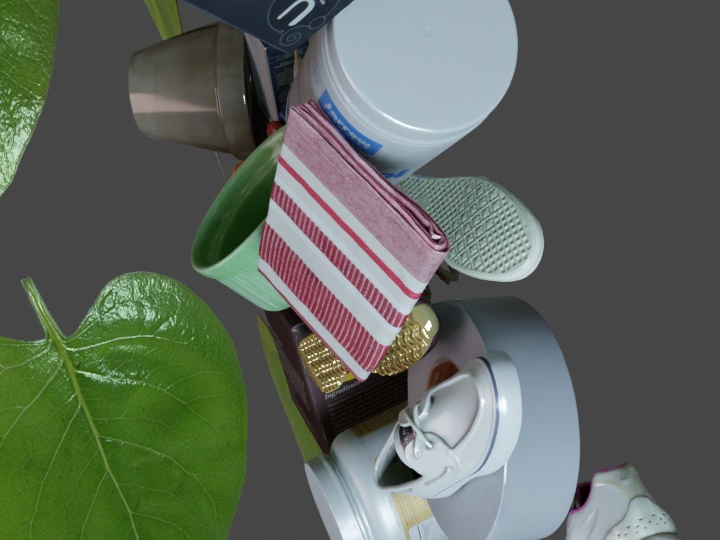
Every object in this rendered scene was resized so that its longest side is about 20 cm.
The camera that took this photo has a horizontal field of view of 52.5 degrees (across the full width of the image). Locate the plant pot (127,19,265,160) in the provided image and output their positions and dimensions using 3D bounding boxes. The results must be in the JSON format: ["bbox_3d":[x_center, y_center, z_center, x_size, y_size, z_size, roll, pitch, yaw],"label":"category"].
[{"bbox_3d":[-0.224,-0.252,1.029,0.200,0.169,0.205,-4,-90,-86],"label":"plant pot"}]

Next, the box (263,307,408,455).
[{"bbox_3d":[-0.013,0.088,0.896,0.166,0.162,0.203,-136,28,-57],"label":"box"}]

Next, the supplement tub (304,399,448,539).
[{"bbox_3d":[0.054,0.216,0.767,0.146,0.197,0.146,58,162,31],"label":"supplement tub"}]

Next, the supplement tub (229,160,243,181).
[{"bbox_3d":[-0.129,-0.086,1.145,0.124,0.121,0.201,88,156,-51],"label":"supplement tub"}]

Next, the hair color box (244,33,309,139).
[{"bbox_3d":[-0.098,-0.230,0.961,0.202,0.059,0.101,84,160,-45],"label":"hair color box"}]

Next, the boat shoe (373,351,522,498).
[{"bbox_3d":[0.057,0.123,0.547,0.201,0.064,0.073,118,147,-57],"label":"boat shoe"}]

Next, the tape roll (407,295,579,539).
[{"bbox_3d":[0.103,0.125,0.619,0.200,0.065,0.205,178,90,-72],"label":"tape roll"}]

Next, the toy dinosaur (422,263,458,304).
[{"bbox_3d":[0.039,-0.003,0.690,0.059,0.100,0.201,-55,37,22],"label":"toy dinosaur"}]

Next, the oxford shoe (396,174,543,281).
[{"bbox_3d":[0.085,-0.038,0.605,0.199,0.057,0.076,27,93,57],"label":"oxford shoe"}]

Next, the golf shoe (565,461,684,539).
[{"bbox_3d":[0.190,0.219,0.570,0.202,0.074,0.093,101,155,-53],"label":"golf shoe"}]

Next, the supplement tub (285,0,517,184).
[{"bbox_3d":[0.019,-0.138,0.548,0.134,0.130,0.200,68,166,0],"label":"supplement tub"}]

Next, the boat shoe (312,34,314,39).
[{"bbox_3d":[-0.017,-0.210,0.682,0.069,0.073,0.203,48,155,41],"label":"boat shoe"}]

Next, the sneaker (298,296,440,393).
[{"bbox_3d":[0.019,0.048,0.651,0.199,0.089,0.076,-27,95,55],"label":"sneaker"}]

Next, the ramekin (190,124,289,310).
[{"bbox_3d":[-0.084,-0.055,0.791,0.097,0.201,0.200,39,178,-27],"label":"ramekin"}]

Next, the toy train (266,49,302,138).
[{"bbox_3d":[-0.048,-0.157,0.875,0.116,0.084,0.202,42,149,29],"label":"toy train"}]

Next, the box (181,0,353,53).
[{"bbox_3d":[-0.015,-0.226,0.372,0.122,0.198,0.108,1,-120,-64],"label":"box"}]

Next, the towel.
[{"bbox_3d":[-0.016,-0.011,0.549,0.144,0.023,0.201,47,147,14],"label":"towel"}]
